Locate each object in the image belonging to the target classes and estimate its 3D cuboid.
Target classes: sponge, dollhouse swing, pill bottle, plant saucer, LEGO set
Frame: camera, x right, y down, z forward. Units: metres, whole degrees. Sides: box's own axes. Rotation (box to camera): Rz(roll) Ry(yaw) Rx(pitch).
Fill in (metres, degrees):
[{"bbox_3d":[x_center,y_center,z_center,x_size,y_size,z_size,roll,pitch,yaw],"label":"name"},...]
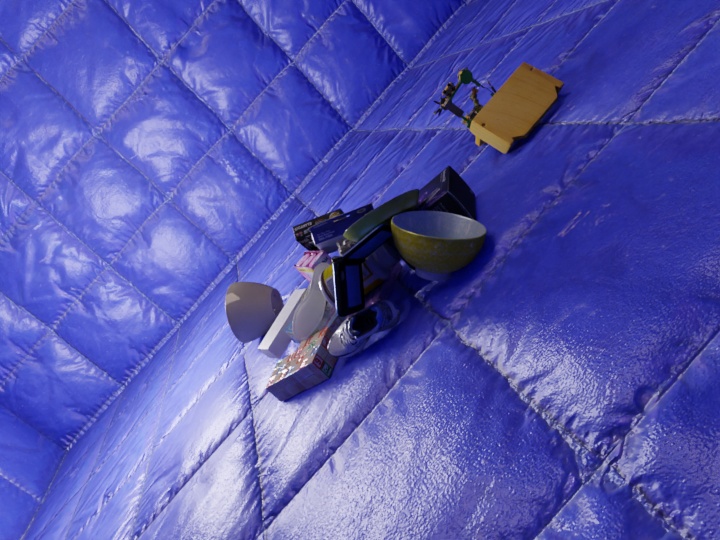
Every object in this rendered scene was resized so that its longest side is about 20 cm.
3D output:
[{"bbox_3d":[0.029,0.064,1.478,0.111,0.030,0.202,-28,25,45],"label":"sponge"},{"bbox_3d":[0.398,-0.383,1.543,0.201,0.176,0.181,-47,59,-4],"label":"dollhouse swing"},{"bbox_3d":[0.000,0.000,1.452,0.198,0.109,0.110,-36,20,25],"label":"pill bottle"},{"bbox_3d":[0.053,-0.115,1.343,0.197,0.032,0.200,-31,-5,-3],"label":"plant saucer"},{"bbox_3d":[0.314,-0.477,1.717,0.156,0.196,0.116,-62,11,18],"label":"LEGO set"}]

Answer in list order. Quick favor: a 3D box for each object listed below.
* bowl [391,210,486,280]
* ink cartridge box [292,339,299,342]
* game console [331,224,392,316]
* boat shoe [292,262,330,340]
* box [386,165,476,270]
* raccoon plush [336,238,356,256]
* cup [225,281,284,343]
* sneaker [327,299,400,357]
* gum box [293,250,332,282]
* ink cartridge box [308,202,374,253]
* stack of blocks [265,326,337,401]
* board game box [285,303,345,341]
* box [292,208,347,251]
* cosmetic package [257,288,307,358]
[{"bbox_3d":[0.155,-0.044,1.243,0.201,0.194,0.111,-104,17,-69],"label":"bowl"},{"bbox_3d":[-0.139,0.145,1.688,0.120,0.042,0.199,-54,17,-20],"label":"ink cartridge box"},{"bbox_3d":[0.020,-0.001,1.278,0.115,0.176,0.200,-5,0,14],"label":"game console"},{"bbox_3d":[-0.118,0.083,1.543,0.060,0.070,0.206,101,-171,-75],"label":"boat shoe"},{"bbox_3d":[0.168,-0.124,1.425,0.199,0.104,0.149,-39,19,26],"label":"box"},{"bbox_3d":[0.019,-0.098,1.595,0.097,0.131,0.205,-159,90,-76],"label":"raccoon plush"},{"bbox_3d":[-0.335,0.124,1.989,0.140,0.204,0.202,-13,29,17],"label":"cup"},{"bbox_3d":[-0.010,0.125,1.310,0.199,0.078,0.084,-40,-21,27],"label":"sneaker"},{"bbox_3d":[-0.121,0.003,1.817,0.067,0.113,0.199,-50,18,-13],"label":"gum box"},{"bbox_3d":[-0.038,-0.113,1.728,0.195,0.042,0.200,-21,-13,5],"label":"ink cartridge box"},{"bbox_3d":[-0.137,0.230,1.469,0.198,0.058,0.116,-33,23,39],"label":"stack of blocks"},{"bbox_3d":[-0.093,0.101,1.585,0.132,0.034,0.202,12,59,41],"label":"board game box"},{"bbox_3d":[-0.105,-0.115,1.825,0.155,0.047,0.200,-20,-13,7],"label":"box"},{"bbox_3d":[-0.202,0.148,1.684,0.082,0.050,0.202,-7,48,59],"label":"cosmetic package"}]
